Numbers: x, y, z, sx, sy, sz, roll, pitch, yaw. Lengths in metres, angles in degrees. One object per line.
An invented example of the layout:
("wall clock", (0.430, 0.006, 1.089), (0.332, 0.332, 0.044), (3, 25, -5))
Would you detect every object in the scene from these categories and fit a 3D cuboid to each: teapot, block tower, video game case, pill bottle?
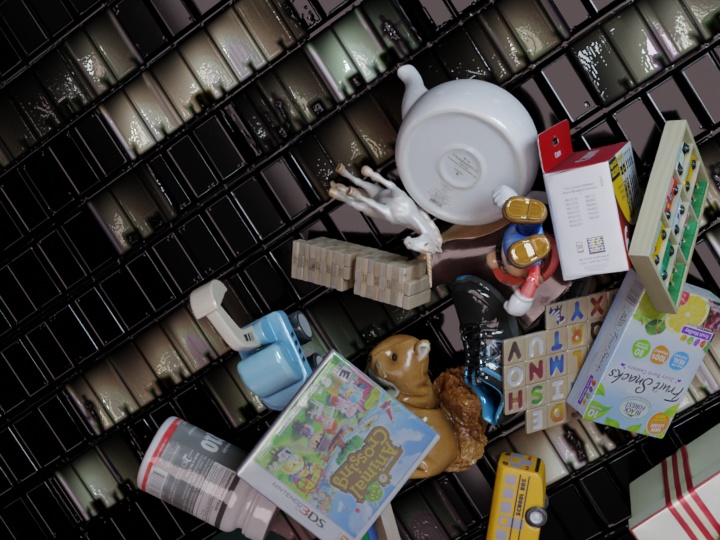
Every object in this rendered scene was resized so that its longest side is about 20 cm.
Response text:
("teapot", (0.148, -0.164, 1.528), (0.195, 0.146, 0.202), (-5, 120, 25))
("block tower", (0.000, 0.000, 1.597), (0.198, 0.058, 0.055), (14, 108, 34))
("video game case", (-0.028, 0.233, 1.515), (0.182, 0.022, 0.201), (38, 91, -9))
("pill bottle", (-0.208, 0.301, 1.706), (0.198, 0.114, 0.115), (25, 105, 5))

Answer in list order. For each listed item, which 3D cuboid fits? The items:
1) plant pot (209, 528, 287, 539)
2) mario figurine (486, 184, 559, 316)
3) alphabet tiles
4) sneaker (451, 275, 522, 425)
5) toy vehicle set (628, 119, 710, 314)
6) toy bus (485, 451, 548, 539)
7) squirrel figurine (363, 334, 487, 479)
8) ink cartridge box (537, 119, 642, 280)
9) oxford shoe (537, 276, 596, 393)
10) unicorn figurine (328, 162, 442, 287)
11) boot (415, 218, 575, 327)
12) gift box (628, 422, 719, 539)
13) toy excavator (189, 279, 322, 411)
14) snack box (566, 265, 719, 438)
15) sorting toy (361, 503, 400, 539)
("plant pot", (-0.174, 0.494, 1.714), (0.198, 0.161, 0.203), (2, 101, 10))
("mario figurine", (0.183, -0.023, 1.453), (0.105, 0.200, 0.124), (29, 82, 13))
("alphabet tiles", (0.268, 0.119, 1.555), (0.198, 0.008, 0.169), (-11, 108, -26))
("sneaker", (0.163, 0.103, 1.535), (0.073, 0.082, 0.202), (-10, 110, 49))
("toy vehicle set", (0.380, -0.065, 1.460), (0.026, 0.124, 0.202), (3, 58, 34))
("toy bus", (0.216, 0.361, 1.657), (0.077, 0.065, 0.203), (9, 103, 10))
("squirrel figurine", (0.088, 0.181, 1.628), (0.197, 0.141, 0.189), (-1, 87, -10))
("ink cartridge box", (0.289, -0.099, 1.476), (0.083, 0.200, 0.178), (-10, 100, 22))
("oxford shoe", (0.282, 0.094, 1.599), (0.083, 0.073, 0.202), (13, 101, -18))
("unicorn figurine", (0.035, -0.080, 1.549), (0.137, 0.200, 0.074), (32, 103, -24))
("boot", (0.167, 0.013, 1.579), (0.200, 0.072, 0.167), (-43, 75, 8))
("gift box", (0.470, 0.334, 1.538), (0.184, 0.187, 0.200), (-43, 90, 16))
("toy excavator", (-0.139, 0.101, 1.608), (0.099, 0.200, 0.196), (-26, 86, 15))
("snack box", (0.372, 0.108, 1.550), (0.141, 0.053, 0.202), (16, 106, -25))
("sorting toy", (-0.038, 0.279, 1.621), (0.069, 0.200, 0.201), (-19, 98, -21))
